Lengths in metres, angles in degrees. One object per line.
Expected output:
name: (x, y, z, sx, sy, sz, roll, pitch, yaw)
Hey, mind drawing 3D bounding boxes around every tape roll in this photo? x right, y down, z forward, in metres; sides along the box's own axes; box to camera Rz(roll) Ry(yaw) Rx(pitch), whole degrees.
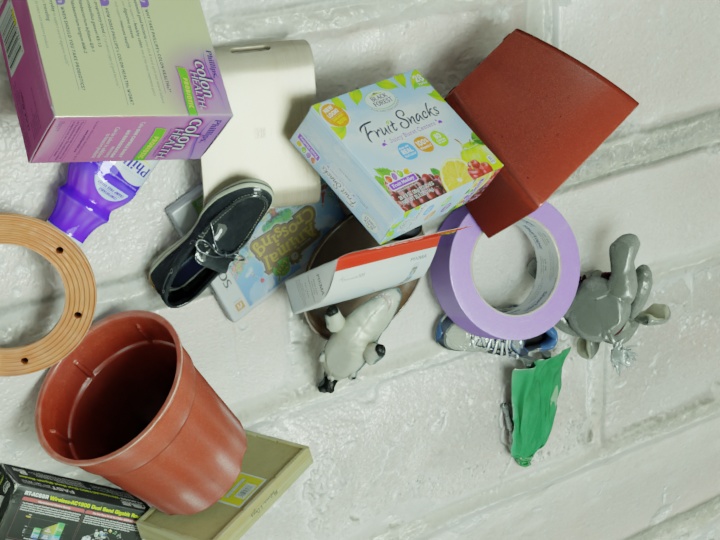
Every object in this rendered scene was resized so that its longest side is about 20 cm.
tape roll: (0.198, -0.006, 1.874, 0.199, 0.066, 0.201, 0, 90, -22)

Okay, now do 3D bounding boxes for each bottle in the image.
bottle: (-0.283, -0.115, 1.541, 0.083, 0.065, 0.200, 37, 86, -37)

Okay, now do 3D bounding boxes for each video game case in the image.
video game case: (-0.120, -0.061, 1.703, 0.200, 0.022, 0.182, -38, 126, -17)

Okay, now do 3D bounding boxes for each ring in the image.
ring: (-0.393, 0.027, 1.518, 0.200, 0.019, 0.201, -5, 117, -9)

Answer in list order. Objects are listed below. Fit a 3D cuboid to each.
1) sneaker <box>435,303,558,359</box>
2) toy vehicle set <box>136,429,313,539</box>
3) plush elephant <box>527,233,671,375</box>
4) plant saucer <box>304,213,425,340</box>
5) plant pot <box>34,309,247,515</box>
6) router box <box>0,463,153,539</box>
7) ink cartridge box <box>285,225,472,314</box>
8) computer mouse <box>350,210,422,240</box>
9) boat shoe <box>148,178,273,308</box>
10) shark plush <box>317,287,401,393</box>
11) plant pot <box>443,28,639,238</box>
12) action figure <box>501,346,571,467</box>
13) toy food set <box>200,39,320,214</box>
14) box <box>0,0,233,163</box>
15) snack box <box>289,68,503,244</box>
sneaker: (0.198, 0.086, 1.943, 0.199, 0.085, 0.077, -3, 110, -33)
toy vehicle set: (-0.166, 0.274, 1.702, 0.200, 0.124, 0.027, -42, 129, -40)
plush elephant: (0.360, 0.052, 2.009, 0.164, 0.155, 0.201, -22, 83, 14)
plant saucer: (0.000, 0.000, 1.790, 0.200, 0.032, 0.201, -22, 128, -30)
plant pot: (-0.245, 0.183, 1.621, 0.201, 0.201, 0.195, -48, 136, -9)
router box: (-0.370, 0.330, 1.663, 0.200, 0.062, 0.150, 22, 95, -38)
ink cartridge box: (0.025, -0.001, 1.657, 0.160, 0.200, 0.047, -13, 87, -34)
computer mouse: (0.014, -0.103, 1.692, 0.138, 0.200, 0.053, 20, 126, -40)
boat shoe: (-0.171, -0.029, 1.606, 0.200, 0.062, 0.075, -42, 135, 21)
shark plush: (-0.003, 0.105, 1.772, 0.083, 0.091, 0.200, -46, 160, -45)
plant pot: (0.196, -0.186, 1.748, 0.176, 0.200, 0.200, 46, 75, -3)
action figure: (0.253, 0.211, 2.052, 0.118, 0.055, 0.201, -14, 122, -31)
toy food set: (-0.126, -0.167, 1.622, 0.143, 0.060, 0.201, -7, 105, -15)
box: (-0.260, -0.213, 1.440, 0.199, 0.097, 0.176, -6, 68, -33)
snack box: (0.044, -0.138, 1.608, 0.200, 0.169, 0.068, -25, 159, -46)
